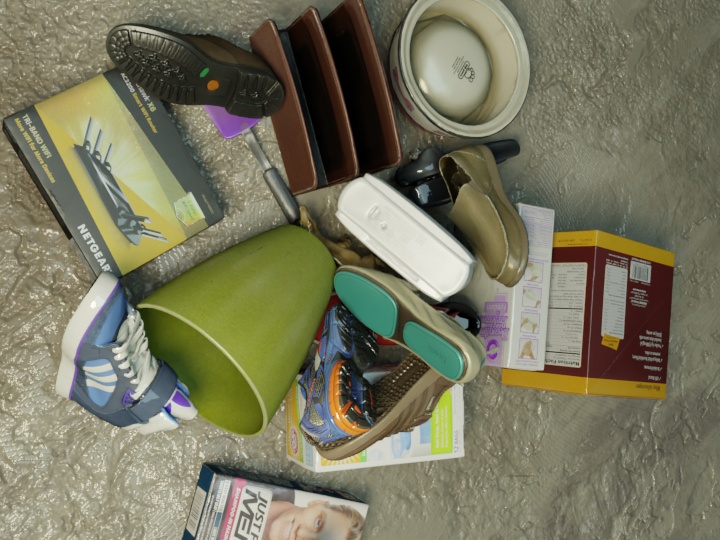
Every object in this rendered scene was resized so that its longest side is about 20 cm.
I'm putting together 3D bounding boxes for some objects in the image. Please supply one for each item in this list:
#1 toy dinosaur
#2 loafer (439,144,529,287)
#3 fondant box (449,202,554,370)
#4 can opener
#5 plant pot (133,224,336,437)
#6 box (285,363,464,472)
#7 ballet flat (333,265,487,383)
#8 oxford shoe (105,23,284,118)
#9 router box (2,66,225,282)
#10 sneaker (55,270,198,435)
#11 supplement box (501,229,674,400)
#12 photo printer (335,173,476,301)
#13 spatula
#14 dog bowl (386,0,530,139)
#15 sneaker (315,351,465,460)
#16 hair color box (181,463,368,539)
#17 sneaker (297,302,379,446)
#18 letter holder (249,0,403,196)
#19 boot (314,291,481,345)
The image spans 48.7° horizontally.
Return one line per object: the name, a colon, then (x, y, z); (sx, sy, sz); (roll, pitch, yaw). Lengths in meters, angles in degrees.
toy dinosaur: (0.000, 0.000, 0.957); (0.199, 0.101, 0.058); (36, 97, 7)
loafer: (0.142, -0.066, 0.954); (0.067, 0.076, 0.201); (-2, 54, -19)
fondant box: (0.176, 0.022, 1.021); (0.058, 0.144, 0.202); (6, 85, -25)
can opener: (0.130, -0.139, 1.057); (0.199, 0.063, 0.079); (-23, 100, -34)
plant pot: (-0.118, 0.045, 0.879); (0.188, 0.187, 0.200); (51, 55, -14)
box: (0.016, 0.173, 0.965); (0.198, 0.101, 0.114); (1, 87, -25)
ballet flat: (0.057, 0.052, 0.873); (0.069, 0.070, 0.200); (-41, 61, -20)
oxford shoe: (-0.187, -0.230, 0.884); (0.199, 0.073, 0.085); (14, 37, -35)
router box: (-0.267, -0.105, 0.872); (0.157, 0.052, 0.201); (-33, 101, -23)
sneaker: (-0.223, 0.095, 0.809); (0.146, 0.200, 0.081); (26, 44, -7)
supplement box: (0.306, 0.063, 1.061); (0.196, 0.132, 0.202); (10, 83, -40)
photo printer: (0.061, -0.036, 0.935); (0.166, 0.200, 0.070); (40, 96, 8)
spatula: (-0.119, -0.134, 0.958); (0.056, 0.021, 0.201); (-32, 105, -5)
dog bowl: (0.122, -0.268, 1.049); (0.199, 0.074, 0.202); (1, 87, -25)
sneaker: (0.043, 0.157, 0.885); (0.199, 0.070, 0.076); (-36, 123, -13)
hair color box: (-0.098, 0.298, 0.930); (0.199, 0.060, 0.101); (18, 81, -24)
sneaker: (-0.032, 0.106, 0.849); (0.078, 0.200, 0.075); (-34, 112, 20)
letter holder: (-0.039, -0.204, 0.933); (0.100, 0.142, 0.202); (-17, 95, -24)
boot: (0.038, 0.060, 0.957); (0.198, 0.144, 0.073); (1, 89, -23)
